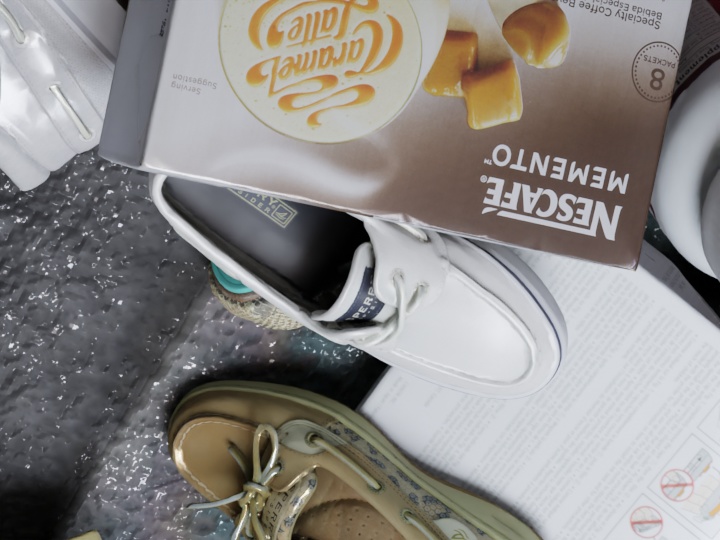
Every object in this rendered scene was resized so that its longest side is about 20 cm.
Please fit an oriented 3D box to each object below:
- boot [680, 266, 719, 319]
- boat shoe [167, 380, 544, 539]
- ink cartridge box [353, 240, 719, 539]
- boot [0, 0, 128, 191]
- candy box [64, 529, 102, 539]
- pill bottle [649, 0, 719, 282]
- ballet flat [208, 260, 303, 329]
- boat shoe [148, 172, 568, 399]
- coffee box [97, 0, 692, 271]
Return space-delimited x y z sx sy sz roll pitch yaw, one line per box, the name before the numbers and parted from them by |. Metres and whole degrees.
boot | 0.143 0.076 0.998 0.199 0.077 0.169 -10 126 -13
boat shoe | -0.007 0.113 0.938 0.199 0.063 0.074 23 119 16
ink cartridge box | 0.113 0.076 0.947 0.200 0.047 0.160 38 110 5
boot | -0.162 -0.112 0.799 0.095 0.074 0.200 -40 124 5
candy box | -0.207 0.195 0.931 0.199 0.055 0.116 -16 152 -34
pill bottle | 0.158 -0.063 0.838 0.109 0.200 0.110 -7 124 -10
ballet flat | 0.024 -0.039 0.911 0.200 0.068 0.075 -36 146 16
boat shoe | 0.000 0.000 0.849 0.200 0.066 0.072 36 113 -13
coffee box | 0.013 -0.075 0.782 0.199 0.080 0.115 12 92 -20
